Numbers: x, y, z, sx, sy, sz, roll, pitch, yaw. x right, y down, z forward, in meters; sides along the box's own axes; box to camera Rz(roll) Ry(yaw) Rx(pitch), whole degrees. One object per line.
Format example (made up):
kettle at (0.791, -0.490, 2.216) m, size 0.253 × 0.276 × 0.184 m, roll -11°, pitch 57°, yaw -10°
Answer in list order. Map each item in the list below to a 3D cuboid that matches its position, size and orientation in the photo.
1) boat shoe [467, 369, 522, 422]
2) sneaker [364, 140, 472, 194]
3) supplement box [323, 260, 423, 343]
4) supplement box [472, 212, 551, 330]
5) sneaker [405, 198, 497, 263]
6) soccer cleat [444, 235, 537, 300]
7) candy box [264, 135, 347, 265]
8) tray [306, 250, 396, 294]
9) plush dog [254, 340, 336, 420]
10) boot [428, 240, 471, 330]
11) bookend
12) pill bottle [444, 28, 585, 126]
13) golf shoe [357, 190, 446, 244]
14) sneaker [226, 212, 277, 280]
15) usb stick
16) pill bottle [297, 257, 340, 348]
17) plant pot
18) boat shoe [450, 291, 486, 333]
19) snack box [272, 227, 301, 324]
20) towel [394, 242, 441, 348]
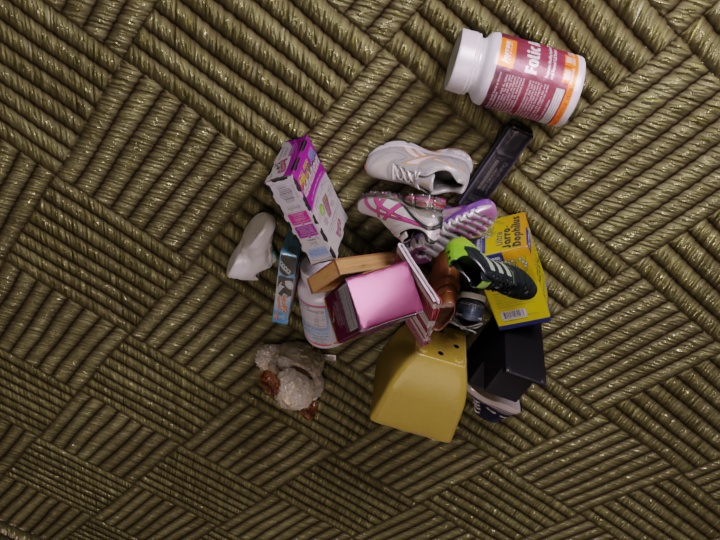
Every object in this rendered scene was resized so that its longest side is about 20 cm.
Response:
boat shoe at (0.292, 0.310, 1.627) m, size 0.199 × 0.075 × 0.093 m, roll 31°, pitch 129°, yaw -25°
sneaker at (0.103, -0.180, 1.226) m, size 0.198 × 0.092 × 0.076 m, roll 3°, pitch 131°, yaw 8°
supplement box at (0.018, 0.066, 1.305) m, size 0.130 × 0.104 × 0.200 m, roll -15°, pitch 172°, yaw -18°
supplement box at (0.300, 0.005, 1.340) m, size 0.109 × 0.109 × 0.201 m, roll -13°, pitch 127°, yaw 20°
sneaker at (0.160, -0.093, 1.275) m, size 0.199 × 0.089 × 0.080 m, roll -27°, pitch 144°, yaw 30°
soccer cleat at (0.236, 0.012, 1.232) m, size 0.199 × 0.081 × 0.068 m, roll 29°, pitch 129°, yaw -14°
candy box at (-0.097, -0.131, 1.276) m, size 0.061 × 0.137 × 0.201 m, roll -12°, pitch 127°, yaw 21°
tray at (0.000, 0.000, 1.347) m, size 0.199 × 0.037 × 0.098 m, roll -10°, pitch 163°, yaw -44°
plush dog at (-0.148, 0.254, 1.597) m, size 0.199 × 0.172 × 0.160 m, roll 36°, pitch 127°, yaw -20°
boot at (0.175, 0.007, 1.334) m, size 0.073 × 0.155 × 0.201 m, roll 9°, pitch 132°, yaw 3°
bookend at (0.306, 0.210, 1.460) m, size 0.091 × 0.201 × 0.199 m, roll 19°, pitch 131°, yaw -7°
pill bottle at (0.241, -0.309, 1.074) m, size 0.198 × 0.115 × 0.115 m, roll 14°, pitch 132°, yaw -3°
golf shoe at (0.066, -0.100, 1.260) m, size 0.199 × 0.093 × 0.072 m, roll 12°, pitch -174°, yaw 44°
sneaker at (-0.208, -0.046, 1.425) m, size 0.088 × 0.076 × 0.200 m, roll 18°, pitch 139°, yaw -23°
usb stick at (0.243, -0.185, 1.237) m, size 0.055 × 0.033 × 0.201 m, roll 18°, pitch 132°, yaw -15°
pill bottle at (-0.079, 0.064, 1.461) m, size 0.108 × 0.109 × 0.201 m, roll 3°, pitch 131°, yaw 8°
plant pot at (0.149, 0.227, 1.516) m, size 0.194 × 0.195 × 0.201 m, roll 17°, pitch 127°, yaw -5°
boat shoe at (0.221, 0.091, 1.401) m, size 0.074 × 0.062 × 0.200 m, roll 15°, pitch 169°, yaw 1°
snack box at (-0.148, 0.003, 1.415) m, size 0.037 × 0.117 × 0.201 m, roll 12°, pitch 132°, yaw -1°
towel at (0.103, 0.051, 1.315) m, size 0.023 × 0.145 × 0.201 m, roll -24°, pitch 154°, yaw -16°
